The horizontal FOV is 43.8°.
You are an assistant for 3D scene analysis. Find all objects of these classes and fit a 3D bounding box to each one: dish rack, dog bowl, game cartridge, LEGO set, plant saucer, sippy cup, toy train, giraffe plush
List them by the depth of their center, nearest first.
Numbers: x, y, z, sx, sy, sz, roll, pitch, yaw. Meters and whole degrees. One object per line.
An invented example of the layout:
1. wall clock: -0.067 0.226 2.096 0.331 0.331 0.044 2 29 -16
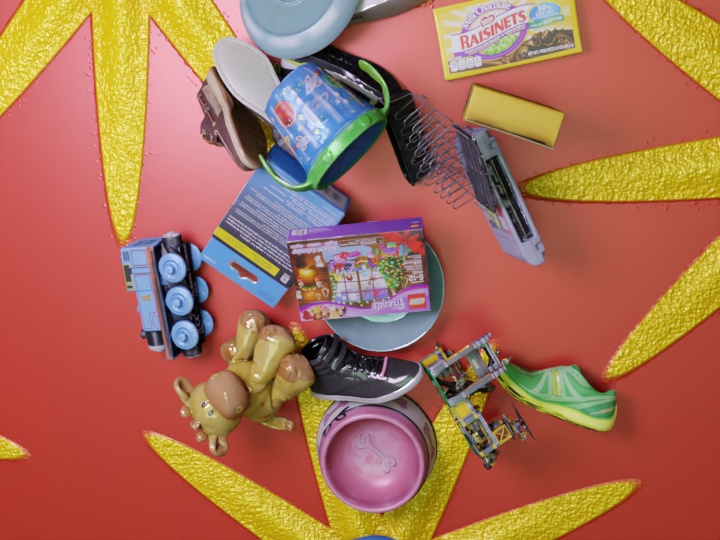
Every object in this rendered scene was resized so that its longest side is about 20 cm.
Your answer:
1. sippy cup: -0.054 -0.201 1.197 0.131 0.177 0.140 47 142 5
2. dish rack: 0.109 -0.155 1.226 0.054 0.200 0.154 -35 133 -9
3. plant saucer: -0.090 -0.397 1.243 0.197 0.027 0.204 -4 81 25
4. game cartridge: 0.194 -0.106 1.269 0.040 0.133 0.202 -27 101 1
5. LEGO set: 0.183 0.179 1.333 0.115 0.154 0.202 -31 80 -3
6. giraffe plush: -0.189 0.180 1.342 0.172 0.161 0.202 34 125 28
7. plant saucer: 0.030 0.021 1.368 0.198 0.039 0.204 2 104 7
8. toy train: -0.299 0.040 1.389 0.112 0.087 0.203 -3 105 16
9. dog bowl: 0.022 0.291 1.415 0.197 0.074 0.203 1 103 6

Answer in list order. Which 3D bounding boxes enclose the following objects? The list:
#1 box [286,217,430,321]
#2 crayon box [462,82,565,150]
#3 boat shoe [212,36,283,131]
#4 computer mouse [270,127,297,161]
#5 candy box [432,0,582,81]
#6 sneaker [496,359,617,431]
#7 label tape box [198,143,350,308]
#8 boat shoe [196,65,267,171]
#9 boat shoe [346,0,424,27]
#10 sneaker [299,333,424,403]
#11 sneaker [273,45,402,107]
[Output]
1. box: 0.000 0.000 1.304 0.197 0.039 0.139 -5 121 6
2. crayon box: 0.204 -0.211 1.210 0.125 0.200 0.051 18 105 1
3. boat shoe: -0.132 -0.249 1.282 0.201 0.061 0.072 45 87 -1
4. computer mouse: -0.127 -0.241 1.330 0.058 0.034 0.201 -35 92 5
5. candy box: 0.208 -0.340 1.269 0.197 0.026 0.104 -11 99 8
6. sneaker: 0.297 0.178 1.368 0.198 0.074 0.085 22 80 4
7. label tape box: -0.129 -0.065 1.339 0.143 0.064 0.201 35 117 -10
8. boat shoe: -0.193 -0.205 1.284 0.072 0.072 0.201 -41 55 22
9. boat shoe: -0.001 -0.390 1.257 0.198 0.070 0.073 -13 87 8
10. sneaker: -0.007 0.143 1.350 0.197 0.071 0.100 -7 131 26
11. sneaker: -0.031 -0.269 1.304 0.198 0.072 0.083 27 129 0
